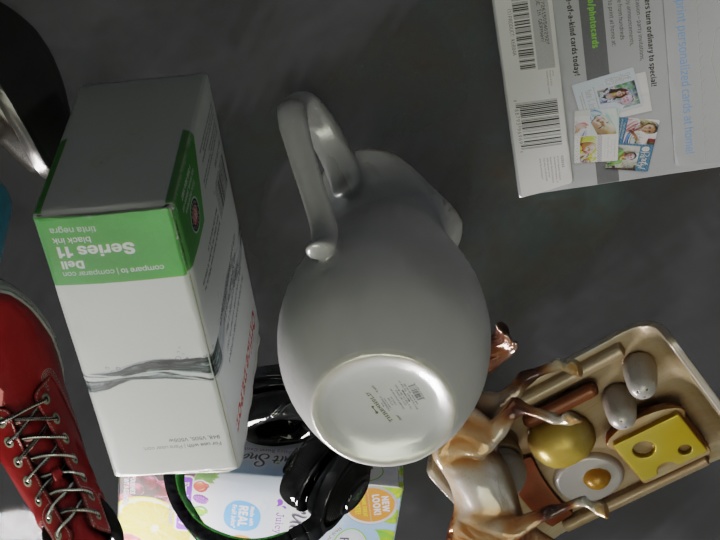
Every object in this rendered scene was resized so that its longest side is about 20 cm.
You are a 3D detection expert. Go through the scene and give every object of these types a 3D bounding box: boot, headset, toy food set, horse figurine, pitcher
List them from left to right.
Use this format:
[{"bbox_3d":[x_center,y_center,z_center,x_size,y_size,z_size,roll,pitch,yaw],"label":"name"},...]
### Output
[{"bbox_3d":[-0.283,-0.112,0.887,0.173,0.069,0.200,-22,120,23],"label":"boot"},{"bbox_3d":[-0.207,0.110,0.988,0.072,0.144,0.201,-25,130,-13],"label":"boot"},{"bbox_3d":[-0.038,0.106,1.009,0.199,0.124,0.094,-31,154,-11],"label":"headset"},{"bbox_3d":[0.000,0.000,0.875,0.121,0.200,0.172,-29,120,20],"label":"pitcher"},{"bbox_3d":[0.095,0.134,1.008,0.132,0.050,0.201,-13,93,24],"label":"horse figurine"},{"bbox_3d":[0.166,0.134,1.060,0.199,0.061,0.144,-29,121,22],"label":"toy food set"}]

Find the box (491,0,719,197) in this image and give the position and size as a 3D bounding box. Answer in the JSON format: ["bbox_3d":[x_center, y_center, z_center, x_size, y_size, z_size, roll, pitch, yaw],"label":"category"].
[{"bbox_3d":[0.180,-0.128,0.875,0.199,0.041,0.156,-8,127,8],"label":"box"}]

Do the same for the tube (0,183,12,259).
[{"bbox_3d":[-0.247,0.017,0.890,0.077,0.200,0.051,4,128,-4],"label":"tube"}]

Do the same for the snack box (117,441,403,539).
[{"bbox_3d":[-0.076,0.182,1.104,0.199,0.053,0.143,6,128,-4],"label":"snack box"}]

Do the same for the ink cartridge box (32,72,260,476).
[{"bbox_3d":[-0.120,0.005,0.913,0.083,0.147,0.201,-5,126,6],"label":"ink cartridge box"}]
